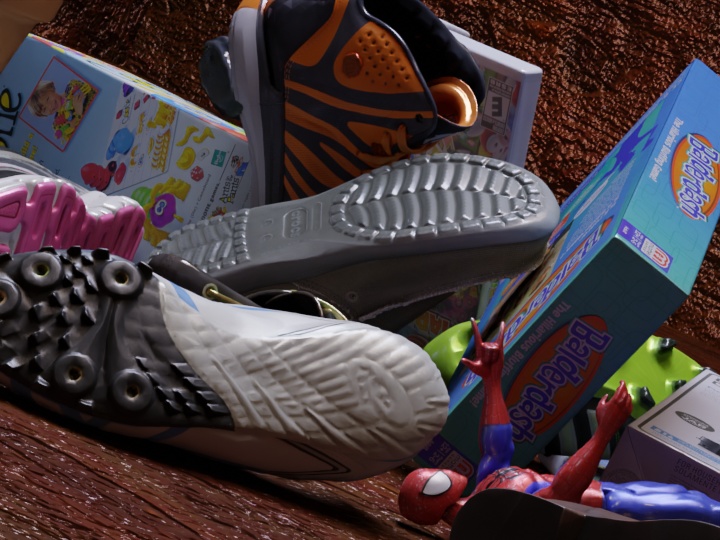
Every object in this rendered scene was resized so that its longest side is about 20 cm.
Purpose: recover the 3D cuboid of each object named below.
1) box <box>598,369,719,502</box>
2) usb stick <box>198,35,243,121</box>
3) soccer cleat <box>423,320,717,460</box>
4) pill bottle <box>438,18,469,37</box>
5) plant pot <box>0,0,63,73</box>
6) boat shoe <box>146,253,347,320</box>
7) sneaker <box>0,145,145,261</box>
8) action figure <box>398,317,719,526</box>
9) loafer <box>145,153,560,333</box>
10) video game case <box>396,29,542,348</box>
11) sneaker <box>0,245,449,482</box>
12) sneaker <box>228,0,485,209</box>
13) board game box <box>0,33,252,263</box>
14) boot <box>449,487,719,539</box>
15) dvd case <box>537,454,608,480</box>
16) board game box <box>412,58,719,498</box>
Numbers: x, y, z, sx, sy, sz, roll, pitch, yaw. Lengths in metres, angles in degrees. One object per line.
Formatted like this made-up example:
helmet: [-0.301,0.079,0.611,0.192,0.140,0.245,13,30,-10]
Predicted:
box: [0.180,0.109,1.370,0.116,0.060,0.200,28,12,14]
usb stick: [-0.002,-0.089,1.619,0.200,0.033,0.056,12,36,-37]
soccer cleat: [0.105,0.067,1.495,0.200,0.068,0.081,13,-32,-34]
pill bottle: [-0.012,-0.063,1.722,0.111,0.201,0.111,23,4,-2]
plant pot: [-0.246,-0.128,1.389,0.200,0.140,0.200,22,4,-2]
boat shoe: [-0.034,0.038,1.279,0.072,0.061,0.201,26,5,33]
sneaker: [-0.156,-0.013,1.212,0.087,0.074,0.200,17,5,10]
action figure: [0.112,0.073,1.207,0.199,0.099,0.065,1,6,-16]
loafer: [0.000,0.000,1.371,0.199,0.070,0.075,-10,32,16]
video game case: [0.022,-0.030,1.535,0.018,0.201,0.143,-9,26,-44]
sneaker: [-0.064,0.042,1.126,0.199,0.072,0.072,15,-27,-24]
sneaker: [0.006,-0.044,1.416,0.112,0.201,0.078,-5,14,30]
board game box: [-0.106,-0.038,1.553,0.200,0.105,0.103,27,5,36]
boot: [0.154,0.138,1.085,0.186,0.064,0.200,25,0,43]
dvd case: [0.172,0.133,1.504,0.142,0.018,0.200,23,3,-7]
board game box: [0.106,0.004,1.346,0.045,0.152,0.200,39,31,-4]
